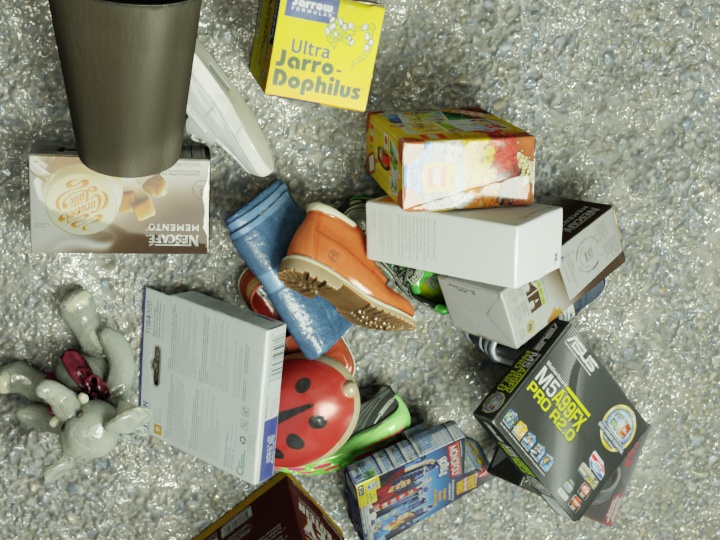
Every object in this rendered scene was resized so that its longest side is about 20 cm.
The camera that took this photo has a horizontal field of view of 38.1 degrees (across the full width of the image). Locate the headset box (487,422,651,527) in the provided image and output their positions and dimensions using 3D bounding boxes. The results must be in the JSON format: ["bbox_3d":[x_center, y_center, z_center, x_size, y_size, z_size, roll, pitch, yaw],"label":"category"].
[{"bbox_3d":[0.284,0.238,1.376,0.199,0.075,0.150,28,82,-29],"label":"headset box"}]

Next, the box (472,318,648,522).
[{"bbox_3d":[0.249,0.184,1.280,0.160,0.044,0.200,-47,115,-16],"label":"box"}]

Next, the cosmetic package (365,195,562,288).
[{"bbox_3d":[0.113,-0.041,1.157,0.101,0.199,0.072,-21,116,-48],"label":"cosmetic package"}]

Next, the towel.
[{"bbox_3d":[-0.077,-0.001,1.237,0.048,0.112,0.201,-20,107,37],"label":"towel"}]

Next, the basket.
[{"bbox_3d":[-0.244,-0.211,1.093,0.179,0.136,0.201,23,128,24],"label":"basket"}]

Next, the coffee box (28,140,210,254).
[{"bbox_3d":[-0.273,-0.083,1.196,0.198,0.080,0.115,1,107,-11],"label":"coffee box"}]

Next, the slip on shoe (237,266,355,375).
[{"bbox_3d":[-0.077,0.076,1.295,0.074,0.061,0.200,-39,112,1],"label":"slip on shoe"}]

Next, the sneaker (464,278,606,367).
[{"bbox_3d":[0.237,0.060,1.325,0.199,0.109,0.071,-23,111,-3],"label":"sneaker"}]

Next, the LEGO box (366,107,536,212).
[{"bbox_3d":[0.097,-0.131,1.189,0.148,0.200,0.078,-4,108,-11],"label":"LEGO box"}]

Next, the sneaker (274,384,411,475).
[{"bbox_3d":[-0.031,0.208,1.348,0.199,0.084,0.077,-23,154,9],"label":"sneaker"}]

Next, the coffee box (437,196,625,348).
[{"bbox_3d":[0.207,-0.003,1.250,0.199,0.114,0.080,-34,118,-25],"label":"coffee box"}]

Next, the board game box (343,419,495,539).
[{"bbox_3d":[0.078,0.259,1.346,0.199,0.062,0.201,-23,144,-13],"label":"board game box"}]

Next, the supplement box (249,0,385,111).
[{"bbox_3d":[-0.052,-0.247,1.123,0.108,0.200,0.110,8,106,-13],"label":"supplement box"}]

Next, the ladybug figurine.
[{"bbox_3d":[-0.086,0.174,1.272,0.199,0.072,0.137,-30,80,33],"label":"ladybug figurine"}]

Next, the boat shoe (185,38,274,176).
[{"bbox_3d":[-0.176,-0.183,1.192,0.068,0.072,0.200,-30,114,16],"label":"boat shoe"}]

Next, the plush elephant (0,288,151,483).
[{"bbox_3d":[-0.327,0.155,1.214,0.164,0.155,0.200,-39,105,3],"label":"plush elephant"}]

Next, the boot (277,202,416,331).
[{"bbox_3d":[0.000,0.000,1.221,0.200,0.075,0.108,34,58,-34],"label":"boot"}]

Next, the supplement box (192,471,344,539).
[{"bbox_3d":[-0.119,0.398,1.315,0.197,0.200,0.133,-37,111,2],"label":"supplement box"}]

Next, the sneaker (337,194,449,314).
[{"bbox_3d":[0.052,-0.020,1.277,0.199,0.085,0.078,36,98,-18],"label":"sneaker"}]

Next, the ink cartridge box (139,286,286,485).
[{"bbox_3d":[-0.182,0.132,1.261,0.043,0.199,0.198,-17,119,-52],"label":"ink cartridge box"}]
